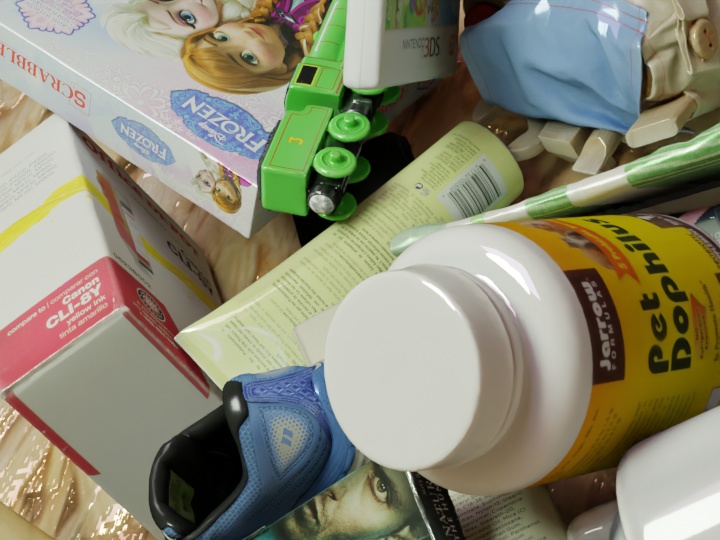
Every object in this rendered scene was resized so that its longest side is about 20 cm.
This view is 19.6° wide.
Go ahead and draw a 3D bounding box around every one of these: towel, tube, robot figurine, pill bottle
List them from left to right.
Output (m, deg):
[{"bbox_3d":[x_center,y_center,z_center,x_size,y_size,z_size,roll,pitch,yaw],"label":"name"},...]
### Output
[{"bbox_3d":[0.000,0.000,1.084,0.200,0.052,0.058,-42,41,-22],"label":"tube"},{"bbox_3d":[0.076,0.033,0.872,0.109,0.199,0.110,4,96,39],"label":"pill bottle"},{"bbox_3d":[0.132,-0.045,1.005,0.199,0.152,0.024,-17,86,28],"label":"towel"},{"bbox_3d":[0.180,0.098,0.824,0.199,0.113,0.170,-27,24,19],"label":"robot figurine"}]

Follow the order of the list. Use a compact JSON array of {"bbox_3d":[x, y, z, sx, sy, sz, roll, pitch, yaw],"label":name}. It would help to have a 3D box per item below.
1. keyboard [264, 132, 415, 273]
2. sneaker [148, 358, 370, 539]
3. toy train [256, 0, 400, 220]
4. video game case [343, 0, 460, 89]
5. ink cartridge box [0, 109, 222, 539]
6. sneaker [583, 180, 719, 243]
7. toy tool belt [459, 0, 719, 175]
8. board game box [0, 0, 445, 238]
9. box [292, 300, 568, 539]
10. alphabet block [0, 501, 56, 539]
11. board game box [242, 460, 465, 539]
[{"bbox_3d":[0.002,0.012,1.138,0.103,0.040,0.201,-19,44,3],"label":"keyboard"},{"bbox_3d":[-0.062,0.107,0.966,0.201,0.089,0.079,115,149,-42],"label":"sneaker"},{"bbox_3d":[-0.009,-0.100,1.129,0.056,0.042,0.201,10,43,10],"label":"toy train"},{"bbox_3d":[0.029,-0.198,1.077,0.022,0.201,0.182,5,9,14],"label":"video game case"},{"bbox_3d":[-0.136,0.026,1.142,0.083,0.145,0.200,-36,38,8],"label":"ink cartridge box"},{"bbox_3d":[0.135,0.016,0.982,0.199,0.070,0.082,-21,43,29],"label":"sneaker"},{"bbox_3d":[0.109,-0.112,1.091,0.199,0.125,0.123,7,49,45],"label":"toy tool belt"},{"bbox_3d":[-0.079,-0.129,1.197,0.199,0.041,0.199,31,47,18],"label":"board game box"},{"bbox_3d":[0.039,0.093,0.968,0.082,0.069,0.200,-26,43,3],"label":"box"},{"bbox_3d":[-0.270,0.194,1.012,0.195,0.200,0.197,-20,38,49],"label":"alphabet block"},{"bbox_3d":[0.008,0.191,0.863,0.135,0.028,0.201,-35,62,27],"label":"board game box"}]
